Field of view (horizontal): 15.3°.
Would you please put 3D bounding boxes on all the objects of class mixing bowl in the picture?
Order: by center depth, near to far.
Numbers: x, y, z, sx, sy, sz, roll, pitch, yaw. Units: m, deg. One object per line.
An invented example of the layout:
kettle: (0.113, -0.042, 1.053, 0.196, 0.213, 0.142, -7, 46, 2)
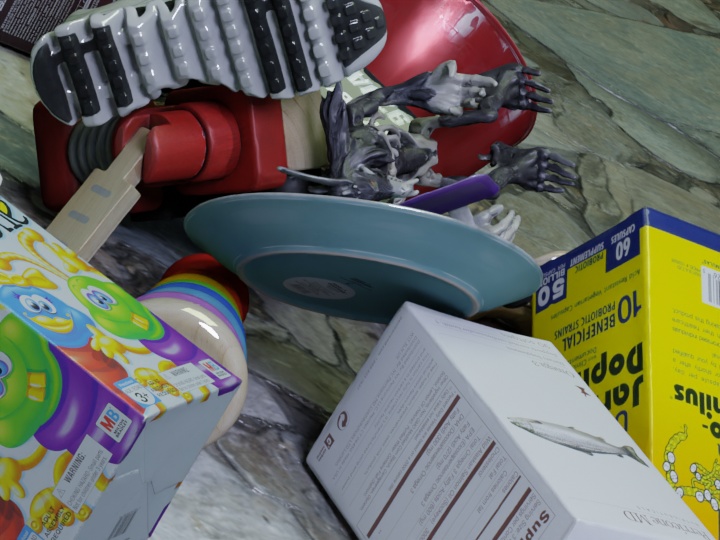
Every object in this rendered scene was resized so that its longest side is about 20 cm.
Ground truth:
mixing bowl: (0.003, -0.113, 1.746, 0.200, 0.108, 0.200, 29, -27, 17)

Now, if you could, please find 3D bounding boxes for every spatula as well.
spatula: (0.064, -0.013, 1.482, 0.200, 0.056, 0.021, 52, 21, -62)

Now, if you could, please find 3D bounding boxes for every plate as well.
plate: (0.000, 0.000, 1.474, 0.200, 0.026, 0.200, 8, -15, 2)

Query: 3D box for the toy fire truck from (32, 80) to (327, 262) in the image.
toy fire truck: (-0.139, -0.054, 1.563, 0.200, 0.129, 0.176, -10, 6, -43)

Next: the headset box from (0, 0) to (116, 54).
headset box: (-0.186, -0.194, 1.908, 0.200, 0.075, 0.149, 21, 21, -26)

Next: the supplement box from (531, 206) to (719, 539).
supplement box: (0.172, 0.083, 1.557, 0.109, 0.109, 0.200, 19, 58, -30)

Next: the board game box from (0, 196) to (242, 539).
board game box: (-0.177, 0.042, 1.284, 0.200, 0.103, 0.105, 36, 19, 15)

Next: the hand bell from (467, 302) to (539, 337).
hand bell: (0.053, 0.039, 1.705, 0.104, 0.104, 0.200, 23, 8, -23)

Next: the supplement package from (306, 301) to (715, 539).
supplement package: (0.080, 0.126, 1.439, 0.117, 0.117, 0.200, 17, 24, -38)

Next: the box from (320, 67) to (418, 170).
box: (-0.067, -0.101, 1.682, 0.200, 0.159, 0.046, 44, 51, 8)

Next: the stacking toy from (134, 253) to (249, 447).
stacking toy: (-0.096, 0.032, 1.480, 0.085, 0.085, 0.200, 29, 15, -5)

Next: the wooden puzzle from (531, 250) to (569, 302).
wooden puzzle: (0.106, 0.017, 1.747, 0.200, 0.037, 0.185, 12, -12, 47)

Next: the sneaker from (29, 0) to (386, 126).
sneaker: (-0.084, -0.136, 1.512, 0.200, 0.075, 0.081, -6, 23, 6)

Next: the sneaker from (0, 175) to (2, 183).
sneaker: (-0.205, -0.017, 1.439, 0.200, 0.074, 0.116, 35, 22, 16)

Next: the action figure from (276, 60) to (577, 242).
action figure: (0.045, -0.065, 1.553, 0.102, 0.119, 0.200, 1, 16, 41)
